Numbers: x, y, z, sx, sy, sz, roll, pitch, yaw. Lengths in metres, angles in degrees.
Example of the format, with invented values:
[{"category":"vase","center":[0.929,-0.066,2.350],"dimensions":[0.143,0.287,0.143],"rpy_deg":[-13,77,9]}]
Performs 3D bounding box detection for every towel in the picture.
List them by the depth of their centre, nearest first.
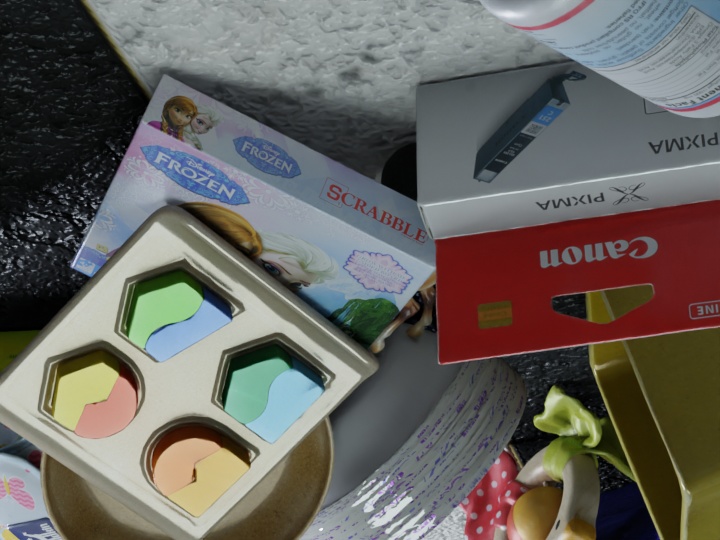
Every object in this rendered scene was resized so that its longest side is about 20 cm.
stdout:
[{"category":"towel","center":[0.215,0.240,1.687],"dimensions":[0.148,0.050,0.200],"rpy_deg":[-25,-177,38]}]

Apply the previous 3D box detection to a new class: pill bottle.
[{"category":"pill bottle","center":[0.160,-0.145,1.007],"dimensions":[0.200,0.109,0.109],"rpy_deg":[22,144,-38]}]

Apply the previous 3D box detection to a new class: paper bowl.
[{"category":"paper bowl","center":[0.018,0.118,1.421],"dimensions":[0.104,0.201,0.201],"rpy_deg":[45,137,-10]}]

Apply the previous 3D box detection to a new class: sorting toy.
[{"category":"sorting toy","center":[-0.116,0.076,1.242],"dimensions":[0.185,0.036,0.200],"rpy_deg":[38,110,-25]}]

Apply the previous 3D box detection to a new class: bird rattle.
[{"category":"bird rattle","center":[0.146,0.192,1.606],"dimensions":[0.113,0.163,0.200],"rpy_deg":[34,129,-22]}]

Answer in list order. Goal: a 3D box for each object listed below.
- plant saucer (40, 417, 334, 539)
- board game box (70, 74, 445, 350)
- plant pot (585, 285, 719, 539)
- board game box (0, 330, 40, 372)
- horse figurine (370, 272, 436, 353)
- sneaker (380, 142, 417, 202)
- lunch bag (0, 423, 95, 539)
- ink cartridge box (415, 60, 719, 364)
[{"category":"plant saucer","center":[-0.119,0.126,1.320],"dimensions":[0.200,0.035,0.200],"rpy_deg":[-5,115,-11]},{"category":"board game box","center":[-0.069,-0.016,1.234],"dimensions":[0.200,0.041,0.200],"rpy_deg":[26,147,-7]},{"category":"plant pot","center":[0.284,0.075,1.360],"dimensions":[0.200,0.196,0.194],"rpy_deg":[-19,151,-2]},{"category":"board game box","center":[-0.304,0.090,1.487],"dimensions":[0.200,0.048,0.102],"rpy_deg":[-2,152,0]},{"category":"horse figurine","center":[0.000,0.000,1.321],"dimensions":[0.200,0.050,0.133],"rpy_deg":[13,135,-8]},{"category":"sneaker","center":[0.122,-0.047,1.238],"dimensions":[0.201,0.067,0.108],"rpy_deg":[-6,153,16]},{"category":"lunch bag","center":[-0.186,0.141,1.399],"dimensions":[0.200,0.127,0.170],"rpy_deg":[-32,120,7]},{"category":"ink cartridge box","center":[0.134,-0.043,1.123],"dimensions":[0.200,0.176,0.045],"rpy_deg":[-8,145,11]}]
